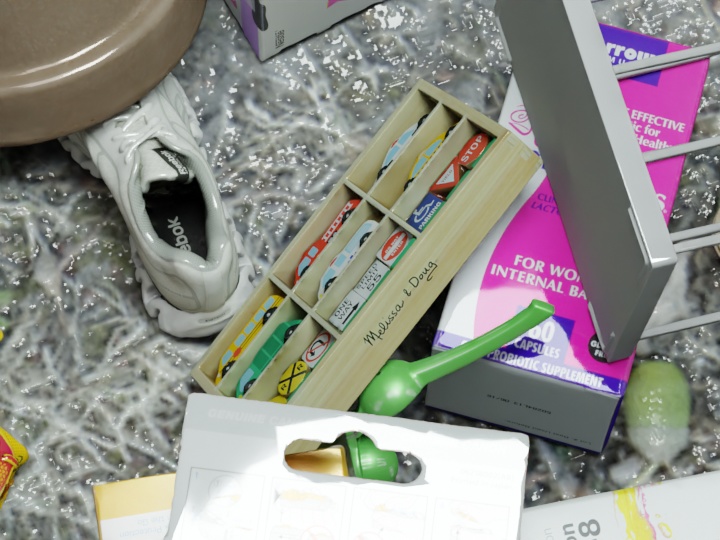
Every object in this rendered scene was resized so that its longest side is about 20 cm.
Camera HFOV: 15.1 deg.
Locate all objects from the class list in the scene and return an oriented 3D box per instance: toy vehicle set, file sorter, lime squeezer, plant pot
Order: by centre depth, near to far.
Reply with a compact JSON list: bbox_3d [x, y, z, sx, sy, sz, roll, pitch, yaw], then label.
[{"bbox_3d":[0.157,-0.082,1.323,0.124,0.139,0.200,-14,71,-9],"label":"file sorter"},{"bbox_3d":[0.023,0.087,1.361,0.071,0.200,0.038,15,24,-20],"label":"lime squeezer"},{"bbox_3d":[0.000,0.000,1.380,0.027,0.124,0.200,38,89,-25],"label":"toy vehicle set"},{"bbox_3d":[-0.191,-0.192,1.405,0.200,0.175,0.200,-6,51,7],"label":"plant pot"}]

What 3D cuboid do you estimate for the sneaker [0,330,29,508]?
[{"bbox_3d":[-0.207,0.117,1.382,0.077,0.073,0.200,2,73,-12],"label":"sneaker"}]

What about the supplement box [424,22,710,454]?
[{"bbox_3d":[0.108,-0.022,1.425,0.101,0.103,0.200,15,69,4],"label":"supplement box"}]

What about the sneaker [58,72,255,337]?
[{"bbox_3d":[-0.114,-0.064,1.443,0.075,0.081,0.200,-27,72,-9],"label":"sneaker"}]

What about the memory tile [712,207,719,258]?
[{"bbox_3d":[0.298,0.004,1.445,0.200,0.017,0.153,-17,71,-8],"label":"memory tile"}]

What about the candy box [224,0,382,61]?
[{"bbox_3d":[0.015,-0.215,1.453,0.200,0.168,0.072,-27,72,-10],"label":"candy box"}]

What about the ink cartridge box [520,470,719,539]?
[{"bbox_3d":[0.153,0.187,1.330,0.200,0.145,0.145,-11,72,-5],"label":"ink cartridge box"}]

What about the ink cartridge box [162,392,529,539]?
[{"bbox_3d":[-0.013,0.165,1.203,0.162,0.057,0.200,7,62,1],"label":"ink cartridge box"}]

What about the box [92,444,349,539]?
[{"bbox_3d":[-0.050,0.187,1.233,0.119,0.041,0.200,-8,73,-5],"label":"box"}]
